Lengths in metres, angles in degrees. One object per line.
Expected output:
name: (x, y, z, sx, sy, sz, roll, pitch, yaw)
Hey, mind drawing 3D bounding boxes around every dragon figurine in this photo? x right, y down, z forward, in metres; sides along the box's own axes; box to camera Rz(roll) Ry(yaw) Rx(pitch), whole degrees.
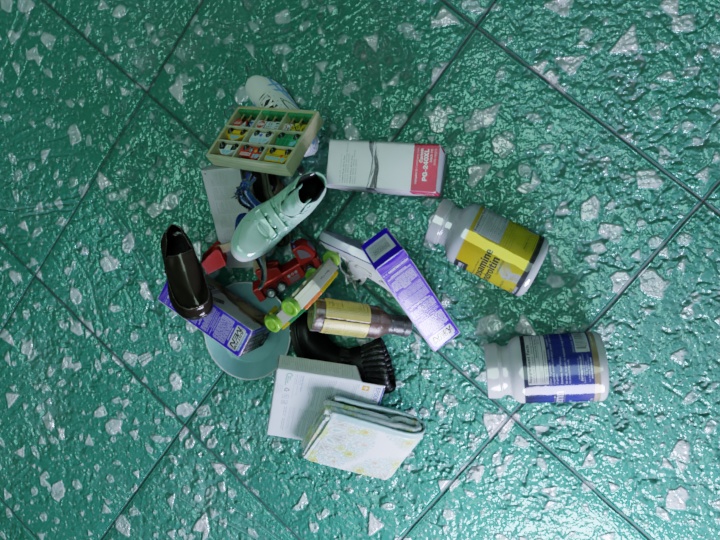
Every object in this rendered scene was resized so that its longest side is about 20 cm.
dragon figurine: (-0.197, -0.069, 0.984, 0.097, 0.059, 0.204, 11, 82, -11)

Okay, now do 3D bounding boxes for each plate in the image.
plate: (-0.232, 0.124, 1.127, 0.196, 0.026, 0.205, 1, 93, 14)

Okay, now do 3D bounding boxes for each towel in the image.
towel: (0.000, 0.312, 1.012, 0.197, 0.049, 0.173, 19, 129, -12)

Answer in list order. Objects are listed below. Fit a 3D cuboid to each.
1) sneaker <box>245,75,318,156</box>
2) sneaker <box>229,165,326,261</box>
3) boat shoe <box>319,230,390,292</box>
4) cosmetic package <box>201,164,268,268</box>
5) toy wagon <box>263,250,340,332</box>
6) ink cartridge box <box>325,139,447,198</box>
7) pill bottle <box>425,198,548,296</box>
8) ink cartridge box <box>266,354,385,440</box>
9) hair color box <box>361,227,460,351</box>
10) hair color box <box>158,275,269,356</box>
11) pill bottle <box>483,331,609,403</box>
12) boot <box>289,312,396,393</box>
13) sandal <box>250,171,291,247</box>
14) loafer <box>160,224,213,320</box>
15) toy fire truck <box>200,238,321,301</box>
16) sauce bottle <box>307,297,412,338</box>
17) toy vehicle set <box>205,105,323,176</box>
sneaker: (-0.156, -0.305, 1.057, 0.072, 0.072, 0.201, -43, 82, 14)
sneaker: (-0.138, -0.097, 0.910, 0.200, 0.118, 0.074, -43, 96, -14)
boat shoe: (0.001, 0.000, 1.042, 0.199, 0.075, 0.087, 26, 102, 1)
cosmetic package: (-0.244, -0.107, 1.069, 0.081, 0.051, 0.204, -2, 115, 12)
toy wagon: (-0.112, 0.049, 0.984, 0.040, 0.156, 0.200, 43, 135, -5)
ink cartridge box: (0.049, -0.181, 0.975, 0.196, 0.145, 0.085, 7, 96, 13)
pill bottle: (0.219, -0.047, 0.960, 0.197, 0.112, 0.114, 28, 100, 11)
ink cartridge box: (-0.069, 0.249, 1.018, 0.196, 0.044, 0.199, 10, 128, -7)
hair color box: (0.088, 0.033, 0.953, 0.064, 0.110, 0.201, -34, 117, 3)
hair color box: (-0.277, 0.078, 1.059, 0.198, 0.109, 0.065, 34, 101, 9)
pill bottle: (0.318, 0.170, 0.948, 0.196, 0.116, 0.118, -5, 92, 15)
boot: (-0.031, 0.154, 1.047, 0.155, 0.080, 0.214, -21, 103, 20)
sandal: (-0.179, -0.148, 1.082, 0.079, 0.057, 0.204, 1, 114, 49)
loafer: (-0.322, -0.001, 0.979, 0.072, 0.072, 0.202, -21, 60, -21)
toy fire truck: (-0.188, -0.021, 1.048, 0.198, 0.049, 0.142, -30, 114, 0)
sauce bottle: (0.001, 0.094, 1.010, 0.196, 0.065, 0.066, 11, 97, -19)
toy vehicle set: (-0.175, -0.238, 0.984, 0.197, 0.027, 0.126, 13, 66, 31)
